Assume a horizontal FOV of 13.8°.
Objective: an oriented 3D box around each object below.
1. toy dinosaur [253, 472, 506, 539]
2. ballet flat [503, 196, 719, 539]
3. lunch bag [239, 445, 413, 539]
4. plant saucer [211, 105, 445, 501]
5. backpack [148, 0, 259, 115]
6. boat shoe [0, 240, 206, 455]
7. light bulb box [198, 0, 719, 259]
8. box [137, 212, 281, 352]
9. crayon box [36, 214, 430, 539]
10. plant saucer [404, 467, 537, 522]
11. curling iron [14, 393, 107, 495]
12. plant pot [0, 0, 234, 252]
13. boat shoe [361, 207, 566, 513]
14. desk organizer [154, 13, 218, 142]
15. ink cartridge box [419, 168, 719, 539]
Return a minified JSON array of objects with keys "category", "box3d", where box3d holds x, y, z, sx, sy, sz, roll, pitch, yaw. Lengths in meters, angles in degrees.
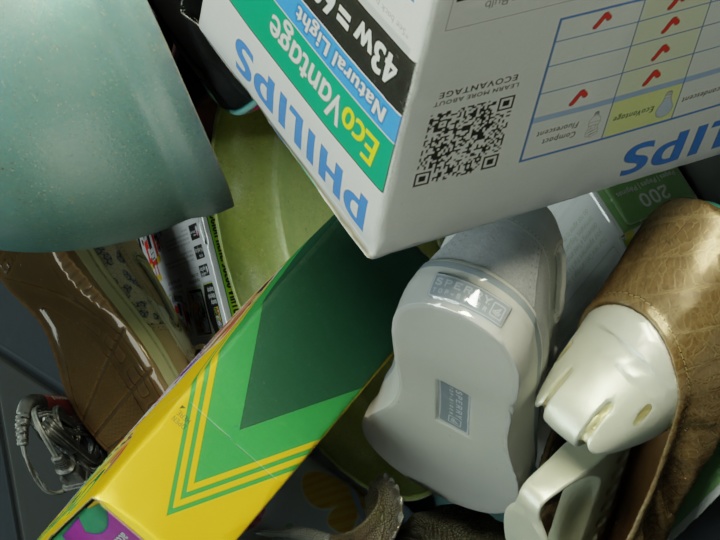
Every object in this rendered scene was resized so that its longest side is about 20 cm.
[{"category":"toy dinosaur","box3d":[0.053,0.129,1.240,0.102,0.200,0.077,42,106,29]},{"category":"ballet flat","box3d":[0.090,0.063,1.099,0.068,0.072,0.200,43,136,28]},{"category":"lunch bag","box3d":[-0.023,0.195,1.330,0.200,0.170,0.127,48,151,-3]},{"category":"plant saucer","box3d":[0.000,0.000,1.267,0.200,0.031,0.200,41,142,44]},{"category":"backpack","box3d":[-0.025,-0.169,1.169,0.176,0.153,0.200,125,132,-57]},{"category":"boat shoe","box3d":[-0.113,0.018,1.400,0.200,0.063,0.073,58,138,7]},{"category":"light bulb box","box3d":[0.070,-0.135,0.976,0.125,0.198,0.200,54,147,32]},{"category":"box","box3d":[-0.077,0.010,1.449,0.200,0.035,0.110,166,90,-74]},{"category":"crayon box","box3d":[-0.065,0.076,1.210,0.058,0.173,0.200,43,151,-1]},{"category":"plant saucer","box3d":[0.012,0.058,1.373,0.200,0.036,0.200,40,140,45]},{"category":"curling iron","box3d":[-0.113,0.086,1.473,0.026,0.200,0.050,-19,79,23]},{"category":"plant pot","box3d":[-0.155,-0.088,1.233,0.200,0.134,0.200,63,176,8]},{"category":"boat shoe","box3d":[0.044,0.031,1.123,0.072,0.069,0.200,26,157,15]},{"category":"desk organizer","box3d":[-0.087,-0.095,1.407,0.200,0.077,0.072,-29,82,62]},{"category":"ink cartridge box","box3d":[0.092,0.013,1.191,0.200,0.048,0.146,58,150,15]}]
